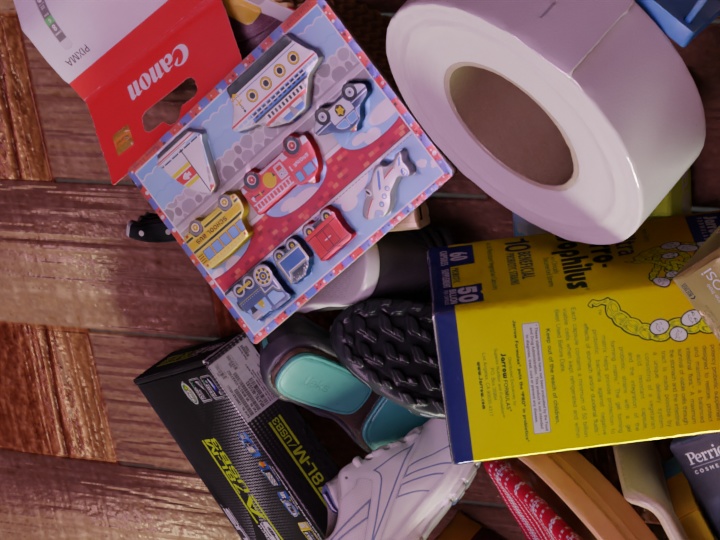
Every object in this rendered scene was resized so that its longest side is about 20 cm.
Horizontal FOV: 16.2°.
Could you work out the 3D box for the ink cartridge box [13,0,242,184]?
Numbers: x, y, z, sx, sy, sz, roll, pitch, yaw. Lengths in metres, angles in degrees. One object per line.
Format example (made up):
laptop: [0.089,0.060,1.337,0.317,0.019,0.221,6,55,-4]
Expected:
ink cartridge box: [-0.171,-0.185,1.772,0.161,0.050,0.201,-34,66,39]

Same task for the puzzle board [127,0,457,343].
puzzle board: [-0.050,-0.065,1.688,0.200,0.017,0.151,-40,85,27]

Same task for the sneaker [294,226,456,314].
sneaker: [0.000,0.000,1.804,0.200,0.099,0.071,3,89,63]

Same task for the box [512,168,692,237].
box: [0.161,-0.041,1.698,0.121,0.048,0.201,10,119,28]

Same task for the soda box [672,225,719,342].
soda box: [0.265,-0.022,1.545,0.064,0.200,0.068,-37,93,35]

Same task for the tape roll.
tape roll: [0.113,-0.111,1.559,0.202,0.071,0.203,37,158,17]

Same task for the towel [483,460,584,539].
towel: [0.163,0.223,1.753,0.200,0.022,0.145,44,168,46]

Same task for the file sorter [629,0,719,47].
file sorter: [0.171,-0.260,1.519,0.200,0.139,0.123,40,126,7]

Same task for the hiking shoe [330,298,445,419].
hiking shoe: [0.066,0.076,1.743,0.199,0.075,0.087,20,166,-14]

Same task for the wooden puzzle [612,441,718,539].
wooden puzzle: [0.239,0.201,1.709,0.037,0.185,0.201,-32,99,9]

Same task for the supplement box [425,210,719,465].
supplement box: [0.147,0.041,1.621,0.198,0.109,0.110,-7,112,2]

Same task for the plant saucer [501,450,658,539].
plant saucer: [0.171,0.189,1.760,0.200,0.037,0.200,50,172,10]

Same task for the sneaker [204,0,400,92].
sneaker: [-0.028,-0.139,1.748,0.200,0.075,0.090,35,127,22]

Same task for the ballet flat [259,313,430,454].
ballet flat: [-0.001,0.084,1.828,0.073,0.074,0.200,-21,142,37]

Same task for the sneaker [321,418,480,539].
sneaker: [0.026,0.152,1.785,0.087,0.200,0.075,34,159,3]

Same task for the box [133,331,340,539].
box: [-0.075,0.144,1.888,0.201,0.047,0.193,56,157,-7]

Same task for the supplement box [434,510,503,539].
supplement box: [0.098,0.330,1.880,0.199,0.133,0.198,31,127,13]

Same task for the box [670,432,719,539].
box: [0.323,0.154,1.661,0.148,0.107,0.201,-23,102,34]

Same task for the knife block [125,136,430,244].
knife block: [-0.065,-0.053,1.733,0.200,0.174,0.064,-159,57,-68]
